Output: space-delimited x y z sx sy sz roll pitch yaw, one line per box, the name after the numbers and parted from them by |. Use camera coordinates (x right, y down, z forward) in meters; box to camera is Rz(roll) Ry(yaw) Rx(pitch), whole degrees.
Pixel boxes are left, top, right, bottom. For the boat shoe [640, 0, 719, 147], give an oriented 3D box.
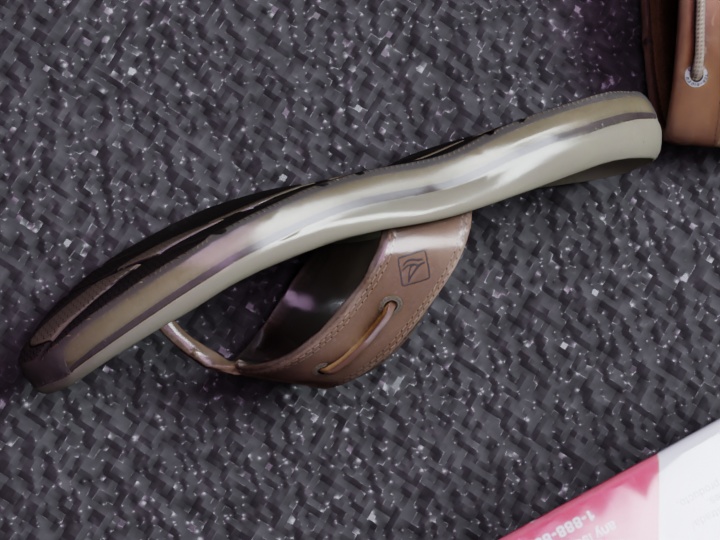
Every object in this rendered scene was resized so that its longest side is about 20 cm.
0.099 -0.131 0.901 0.071 0.076 0.201 -10 80 -9 | boat shoe

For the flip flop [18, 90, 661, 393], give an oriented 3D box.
0.000 0.000 0.852 0.199 0.081 0.058 -19 95 -22 | flip flop

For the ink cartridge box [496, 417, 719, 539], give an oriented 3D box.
0.116 0.146 0.828 0.145 0.083 0.201 -26 83 -17 | ink cartridge box
